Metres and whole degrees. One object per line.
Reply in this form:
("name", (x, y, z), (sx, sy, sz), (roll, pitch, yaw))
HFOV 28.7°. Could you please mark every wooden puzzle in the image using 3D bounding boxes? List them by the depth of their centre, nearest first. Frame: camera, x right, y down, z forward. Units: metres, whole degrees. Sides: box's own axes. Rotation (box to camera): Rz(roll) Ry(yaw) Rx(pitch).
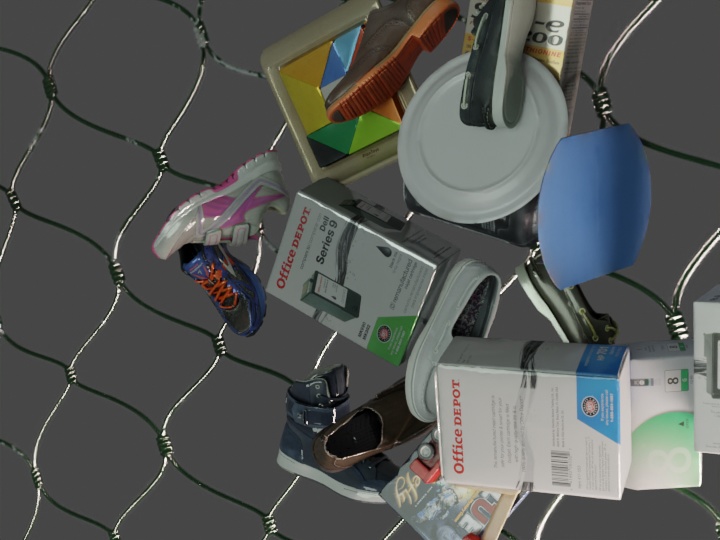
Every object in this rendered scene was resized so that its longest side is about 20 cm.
("wooden puzzle", (-0.021, -0.213, 1.712), (0.183, 0.037, 0.202), (-23, 87, 30))

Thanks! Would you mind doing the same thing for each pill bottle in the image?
("pill bottle", (0.156, -0.091, 1.598), (0.198, 0.106, 0.108), (18, 107, 24))

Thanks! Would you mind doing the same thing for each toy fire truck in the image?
("toy fire truck", (0.136, 0.235, 1.630), (0.141, 0.049, 0.201), (40, 95, 15))

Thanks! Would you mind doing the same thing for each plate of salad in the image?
("plate of salad", (0.134, -0.145, 1.534), (0.197, 0.048, 0.203), (-9, 70, 24))

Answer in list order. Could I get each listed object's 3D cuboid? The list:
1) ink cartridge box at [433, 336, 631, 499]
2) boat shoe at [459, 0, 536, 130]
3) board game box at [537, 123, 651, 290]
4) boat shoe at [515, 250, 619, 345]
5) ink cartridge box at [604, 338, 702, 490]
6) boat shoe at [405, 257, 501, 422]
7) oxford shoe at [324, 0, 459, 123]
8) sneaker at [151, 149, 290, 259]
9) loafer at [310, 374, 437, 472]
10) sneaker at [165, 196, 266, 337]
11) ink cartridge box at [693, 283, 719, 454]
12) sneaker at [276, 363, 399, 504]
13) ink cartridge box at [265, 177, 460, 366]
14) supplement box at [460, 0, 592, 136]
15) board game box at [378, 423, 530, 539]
("ink cartridge box", (0.189, 0.157, 1.521), (0.197, 0.086, 0.149), (4, 113, 20))
("boat shoe", (0.144, -0.250, 1.491), (0.060, 0.075, 0.203), (5, 78, 28))
("board game box", (0.240, -0.073, 1.514), (0.039, 0.198, 0.161), (11, 110, 45))
("boat shoe", (0.255, 0.064, 1.591), (0.060, 0.072, 0.203), (-36, 89, 15))
("ink cartridge box", (0.276, 0.163, 1.554), (0.197, 0.050, 0.163), (-5, 112, 3))
("boat shoe", (0.115, 0.087, 1.648), (0.202, 0.071, 0.068), (-64, 25, 1))
("oxford shoe", (0.024, -0.255, 1.640), (0.200, 0.071, 0.073), (-44, 69, -3))
("sneaker", (-0.168, -0.065, 1.756), (0.199, 0.081, 0.089), (-33, 93, -7))
("loafer", (0.034, 0.183, 1.692), (0.199, 0.071, 0.074), (-32, 86, -6))
("sneaker", (-0.194, 0.001, 1.819), (0.075, 0.078, 0.201), (-37, 81, 29))
("ink cartridge box", (0.397, 0.083, 1.493), (0.067, 0.116, 0.203), (3, 100, 26))
("sneaker", (-0.012, 0.201, 1.758), (0.200, 0.077, 0.148), (16, 107, 25))
("ink cartridge box", (0.000, 0.000, 1.700), (0.198, 0.084, 0.148), (28, 115, 17))
("supplement box", (0.182, -0.249, 1.574), (0.124, 0.073, 0.203), (14, 105, 25))
("board game box", (0.135, 0.237, 1.674), (0.135, 0.035, 0.201), (41, 96, 15))
